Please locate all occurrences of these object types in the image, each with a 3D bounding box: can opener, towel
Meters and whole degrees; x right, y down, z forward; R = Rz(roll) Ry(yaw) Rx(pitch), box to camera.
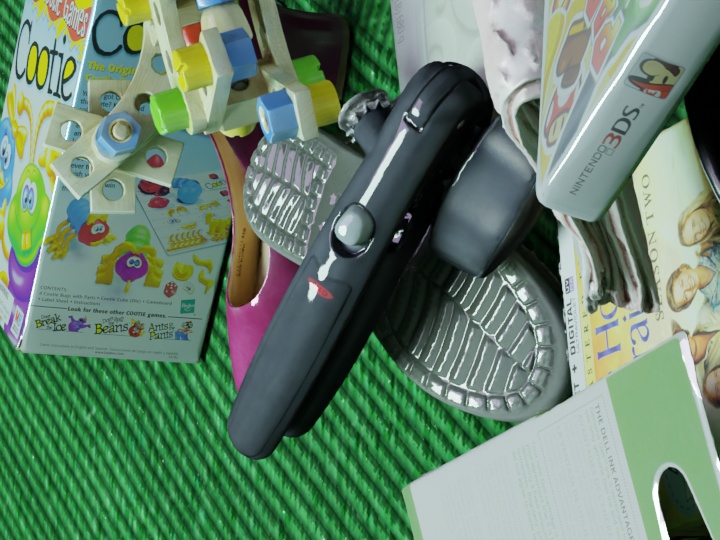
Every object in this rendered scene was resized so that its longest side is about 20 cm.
[{"bbox_3d":[0.000,0.000,0.995,0.079,0.063,0.200,48,121,21],"label":"can opener"},{"bbox_3d":[0.054,-0.104,0.828,0.191,0.032,0.201,60,-162,-64],"label":"towel"}]

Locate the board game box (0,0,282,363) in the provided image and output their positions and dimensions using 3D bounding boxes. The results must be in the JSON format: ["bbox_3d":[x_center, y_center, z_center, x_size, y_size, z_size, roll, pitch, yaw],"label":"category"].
[{"bbox_3d":[-0.126,-0.065,1.332,0.103,0.105,0.201,44,124,57],"label":"board game box"}]

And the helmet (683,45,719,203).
[{"bbox_3d":[0.186,-0.060,0.624,0.191,0.199,0.201,117,150,-72],"label":"helmet"}]

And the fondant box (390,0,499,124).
[{"bbox_3d":[0.081,-0.137,0.993,0.200,0.058,0.145,-35,56,55],"label":"fondant box"}]

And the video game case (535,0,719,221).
[{"bbox_3d":[0.093,-0.141,0.658,0.200,0.023,0.182,-84,17,-44],"label":"video game case"}]

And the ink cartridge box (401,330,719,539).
[{"bbox_3d":[0.093,0.116,0.891,0.200,0.048,0.146,-36,64,55],"label":"ink cartridge box"}]

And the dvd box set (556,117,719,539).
[{"bbox_3d":[0.137,0.012,0.889,0.200,0.029,0.147,-28,63,58],"label":"dvd box set"}]

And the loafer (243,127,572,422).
[{"bbox_3d":[0.033,-0.005,1.062,0.200,0.070,0.075,42,114,39],"label":"loafer"}]

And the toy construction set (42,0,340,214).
[{"bbox_3d":[-0.076,-0.097,1.099,0.200,0.092,0.132,-26,82,62],"label":"toy construction set"}]

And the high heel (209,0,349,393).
[{"bbox_3d":[-0.064,-0.033,1.214,0.067,0.096,0.201,32,114,60],"label":"high heel"}]
